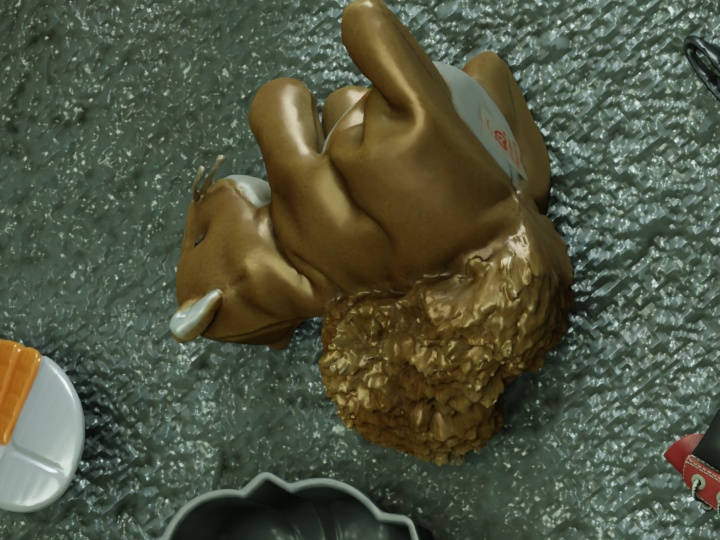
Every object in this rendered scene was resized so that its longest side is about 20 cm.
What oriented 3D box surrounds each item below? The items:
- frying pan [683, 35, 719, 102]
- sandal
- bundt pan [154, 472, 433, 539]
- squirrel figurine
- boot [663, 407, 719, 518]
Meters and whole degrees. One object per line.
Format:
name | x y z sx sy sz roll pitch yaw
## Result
frying pan | 0.215 -0.045 1.168 0.115 0.031 0.191 -37 75 52
sandal | -0.204 0.071 1.331 0.206 0.059 0.079 23 78 40
bundt pan | -0.024 0.199 1.244 0.201 0.076 0.203 -1 87 19
squirrel figurine | 0.000 0.000 1.218 0.186 0.141 0.201 -33 75 22
boot | 0.196 0.148 1.174 0.144 0.072 0.201 17 85 20
